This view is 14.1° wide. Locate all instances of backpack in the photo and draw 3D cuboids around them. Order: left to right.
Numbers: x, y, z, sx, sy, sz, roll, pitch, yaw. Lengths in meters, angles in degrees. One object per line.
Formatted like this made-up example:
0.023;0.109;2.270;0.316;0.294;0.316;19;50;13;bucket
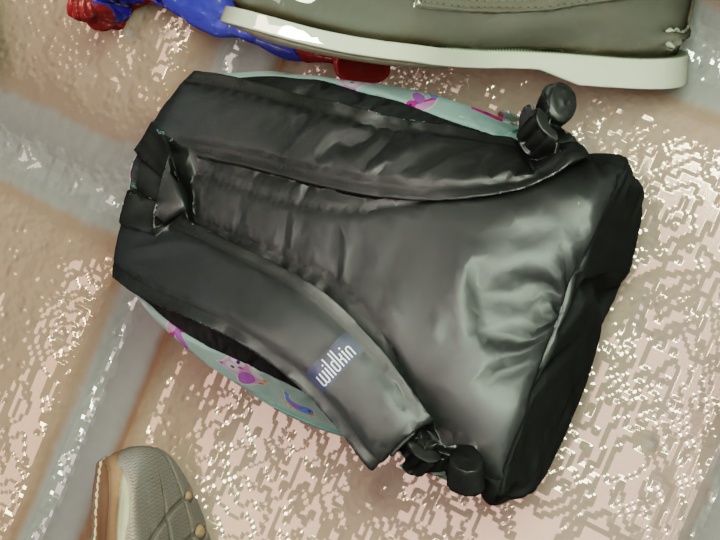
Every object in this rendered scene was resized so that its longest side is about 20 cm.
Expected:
0.000;0.000;1.180;0.199;0.127;0.168;18;76;21;backpack

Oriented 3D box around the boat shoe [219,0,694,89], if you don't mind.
0.041;-0.110;1.149;0.072;0.200;0.061;-149;64;-64;boat shoe

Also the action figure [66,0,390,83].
-0.085;-0.130;1.239;0.199;0.099;0.066;16;92;41;action figure

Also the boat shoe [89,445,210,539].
-0.104;0.176;1.242;0.071;0.076;0.201;-6;81;26;boat shoe
